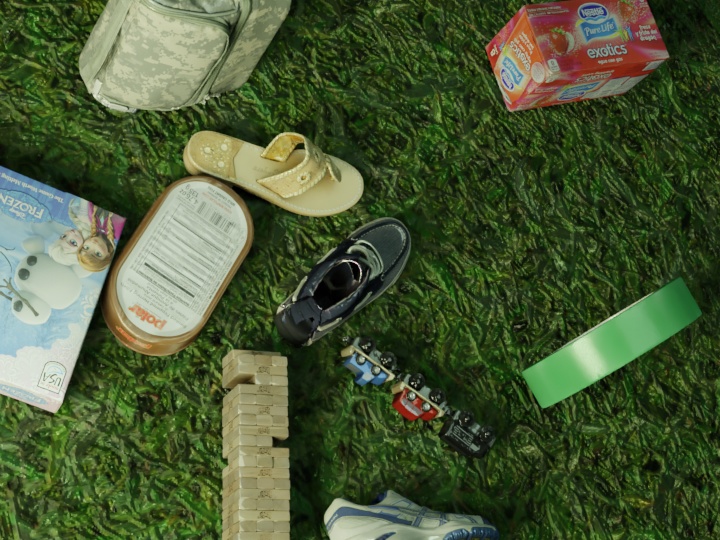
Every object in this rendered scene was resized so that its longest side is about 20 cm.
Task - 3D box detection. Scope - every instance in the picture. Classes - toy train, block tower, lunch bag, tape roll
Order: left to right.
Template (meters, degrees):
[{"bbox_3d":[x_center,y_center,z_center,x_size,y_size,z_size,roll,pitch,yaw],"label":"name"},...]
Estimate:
[{"bbox_3d":[-0.187,-0.254,1.284,0.166,0.200,0.141,-22,77,-35],"label":"lunch bag"},{"bbox_3d":[-0.102,0.177,1.233,0.057,0.054,0.203,5,67,-23],"label":"block tower"},{"bbox_3d":[0.057,0.136,1.342,0.199,0.034,0.046,37,71,-9],"label":"toy train"},{"bbox_3d":[0.269,0.078,1.370,0.199,0.200,0.049,-28,82,-32],"label":"tape roll"}]

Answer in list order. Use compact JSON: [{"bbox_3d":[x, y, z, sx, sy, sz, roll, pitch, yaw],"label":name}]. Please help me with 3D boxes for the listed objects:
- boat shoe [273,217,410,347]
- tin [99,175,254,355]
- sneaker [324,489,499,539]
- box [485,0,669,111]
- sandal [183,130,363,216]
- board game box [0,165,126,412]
[{"bbox_3d":[0.000,0.000,1.332,0.075,0.093,0.200,46,58,-2],"label":"boat shoe"},{"bbox_3d":[-0.182,-0.009,1.279,0.111,0.042,0.201,32,59,-7],"label":"tin"},{"bbox_3d":[0.054,0.253,1.267,0.198,0.076,0.089,7,37,-40],"label":"sneaker"},{"bbox_3d":[0.267,-0.270,1.570,0.198,0.100,0.097,-13,75,-29],"label":"box"},{"bbox_3d":[-0.079,-0.113,1.352,0.209,0.070,0.079,10,65,-23],"label":"sandal"},{"bbox_3d":[-0.343,0.004,1.188,0.198,0.043,0.202,22,62,-15],"label":"board game box"}]
